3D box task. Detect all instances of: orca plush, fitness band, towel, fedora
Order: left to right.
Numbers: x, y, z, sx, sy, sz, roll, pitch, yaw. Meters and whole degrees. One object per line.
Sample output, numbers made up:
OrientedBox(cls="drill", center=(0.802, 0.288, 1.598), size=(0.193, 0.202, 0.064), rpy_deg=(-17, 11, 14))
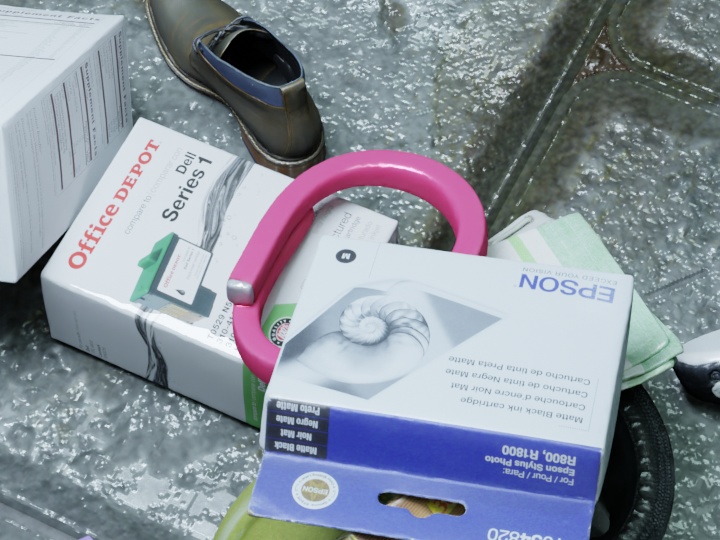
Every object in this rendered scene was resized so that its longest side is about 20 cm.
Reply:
OrientedBox(cls="fitness band", center=(0.000, 0.000, 1.490), size=(0.143, 0.038, 0.201), rpy_deg=(13, 48, 18))
OrientedBox(cls="towel", center=(0.081, 0.041, 1.481), size=(0.199, 0.024, 0.153), rpy_deg=(-20, 46, -13))
OrientedBox(cls="fedora", center=(0.103, 0.134, 1.497), size=(0.199, 0.092, 0.202), rpy_deg=(0, 59, 0))
OrientedBox(cls="orca plush", center=(0.308, 0.060, 1.573), size=(0.199, 0.072, 0.105), rpy_deg=(-20, 16, -16))

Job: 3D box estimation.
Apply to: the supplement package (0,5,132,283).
OrientedBox(cls="supplement package", center=(-0.237, -0.088, 1.566), size=(0.113, 0.110, 0.200), rpy_deg=(7, 28, 17))

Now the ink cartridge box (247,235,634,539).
OrientedBox(cls="ink cartridge box", center=(0.049, 0.068, 1.367), size=(0.198, 0.041, 0.201), rpy_deg=(7, 45, 9))

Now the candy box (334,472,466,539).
OrientedBox(cls="candy box", center=(0.080, 0.210, 1.361), size=(0.115, 0.055, 0.201), rpy_deg=(-32, 88, -29))

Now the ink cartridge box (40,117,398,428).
OrientedBox(cls="ink cartridge box", center=(-0.093, 0.005, 1.580), size=(0.199, 0.085, 0.147), rpy_deg=(22, 61, 13))

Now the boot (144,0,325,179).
OrientedBox(cls="boot", center=(-0.088, -0.162, 1.674), size=(0.074, 0.097, 0.200), rpy_deg=(-32, 64, -18))

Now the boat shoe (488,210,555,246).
OrientedBox(cls="boat shoe", center=(0.066, 0.027, 1.576), size=(0.200, 0.072, 0.066), rpy_deg=(-39, 56, -18))

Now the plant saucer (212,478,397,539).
OrientedBox(cls="plant saucer", center=(-0.017, 0.203, 1.432), size=(0.199, 0.031, 0.202), rpy_deg=(-4, 80, 25))

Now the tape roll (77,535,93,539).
OrientedBox(cls="tape roll", center=(-0.158, 0.260, 1.360), size=(0.084, 0.200, 0.201), rpy_deg=(-21, 61, -12))
